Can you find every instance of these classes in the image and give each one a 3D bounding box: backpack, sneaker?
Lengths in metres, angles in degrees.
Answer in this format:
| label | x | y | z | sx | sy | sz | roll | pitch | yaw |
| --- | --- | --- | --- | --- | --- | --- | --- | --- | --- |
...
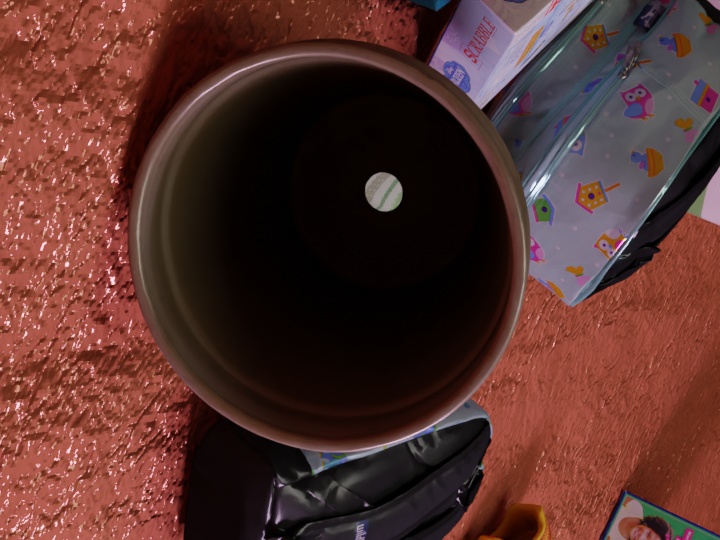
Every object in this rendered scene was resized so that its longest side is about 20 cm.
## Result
| label | x | y | z | sx | sy | sz | roll | pitch | yaw |
| --- | --- | --- | --- | --- | --- | --- | --- | --- | --- |
| backpack | 0.159 | -0.084 | 1.346 | 0.201 | 0.153 | 0.176 | -59 | -177 | -33 |
| sneaker | 0.095 | 0.265 | 1.697 | 0.200 | 0.072 | 0.078 | -48 | 129 | -45 |
| backpack | -0.010 | 0.123 | 1.224 | 0.198 | 0.154 | 0.164 | -12 | 130 | -29 |

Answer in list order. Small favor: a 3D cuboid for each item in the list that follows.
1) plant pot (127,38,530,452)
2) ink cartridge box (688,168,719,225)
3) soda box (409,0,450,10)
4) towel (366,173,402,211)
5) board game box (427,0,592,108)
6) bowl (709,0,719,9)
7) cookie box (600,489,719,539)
| label | x | y | z | sx | sy | sz | roll | pitch | yaw |
| --- | --- | --- | --- | --- | --- | --- | --- | --- | --- |
| plant pot | -0.001 | -0.026 | 1.067 | 0.174 | 0.198 | 0.202 | -44 | 152 | -73 |
| ink cartridge box | 0.372 | -0.100 | 1.773 | 0.084 | 0.199 | 0.147 | -37 | 144 | -48 |
| soda box | 0.067 | -0.219 | 1.159 | 0.200 | 0.067 | 0.065 | -42 | 147 | -46 |
| towel | 0.000 | 0.000 | 1.265 | 0.200 | 0.030 | 0.151 | 13 | 98 | -67 |
| board game box | 0.126 | -0.185 | 1.198 | 0.199 | 0.041 | 0.200 | -44 | 177 | -13 |
| bowl | 0.316 | -0.224 | 1.657 | 0.201 | 0.090 | 0.203 | -33 | 131 | -47 |
| cookie box | 0.362 | 0.312 | 2.133 | 0.076 | 0.199 | 0.171 | -64 | 157 | -5 |
